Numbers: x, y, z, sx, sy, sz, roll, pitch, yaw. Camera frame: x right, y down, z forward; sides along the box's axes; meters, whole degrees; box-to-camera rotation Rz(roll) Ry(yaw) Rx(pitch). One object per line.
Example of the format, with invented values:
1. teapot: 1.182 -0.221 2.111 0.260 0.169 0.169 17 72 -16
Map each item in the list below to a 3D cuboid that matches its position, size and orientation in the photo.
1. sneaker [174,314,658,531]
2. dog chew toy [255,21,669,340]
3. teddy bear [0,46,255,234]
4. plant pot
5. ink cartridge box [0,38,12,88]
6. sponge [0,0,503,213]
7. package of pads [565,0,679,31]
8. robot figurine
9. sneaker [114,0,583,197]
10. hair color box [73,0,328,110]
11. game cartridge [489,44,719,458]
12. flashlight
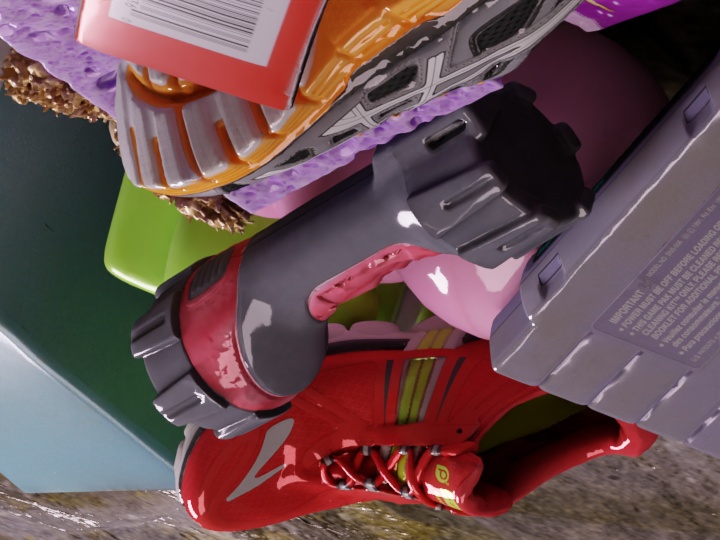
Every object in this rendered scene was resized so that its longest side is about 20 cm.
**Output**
1. sneaker: 0.023 0.064 1.092 0.200 0.085 0.077 -18 130 2
2. dog chew toy: 0.022 -0.046 1.079 0.200 0.125 0.125 16 162 28
3. teddy bear: -0.092 -0.101 0.978 0.067 0.145 0.200 -25 142 19
4. plant pot: -0.160 -0.007 1.300 0.141 0.141 0.200 -7 142 47
5. ink cartridge box: -0.216 -0.104 1.062 0.084 0.145 0.200 10 159 21
6. sponge: -0.055 -0.091 0.873 0.112 0.030 0.200 -24 140 30
7. package of pads: 0.031 -0.151 0.845 0.200 0.076 0.120 26 161 -23
8. robot figurine: -0.006 -0.002 1.193 0.200 0.116 0.175 20 -164 10
9. sneaker: 0.004 -0.072 0.815 0.200 0.078 0.077 -27 153 38
10. hair color box: -0.010 -0.152 0.690 0.061 0.200 0.102 18 160 -4
11. game cartridge: 0.144 -0.010 0.963 0.130 0.038 0.200 25 135 -15
12. flashlight: 0.000 0.000 1.000 0.068 0.068 0.200 -11 168 -47
